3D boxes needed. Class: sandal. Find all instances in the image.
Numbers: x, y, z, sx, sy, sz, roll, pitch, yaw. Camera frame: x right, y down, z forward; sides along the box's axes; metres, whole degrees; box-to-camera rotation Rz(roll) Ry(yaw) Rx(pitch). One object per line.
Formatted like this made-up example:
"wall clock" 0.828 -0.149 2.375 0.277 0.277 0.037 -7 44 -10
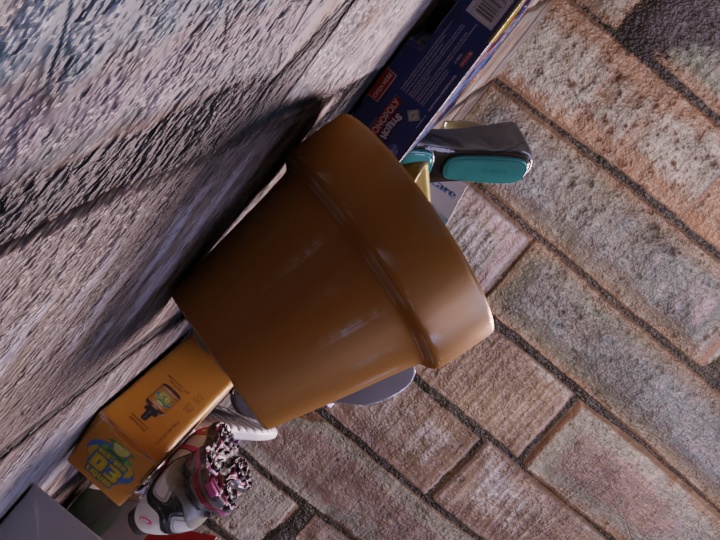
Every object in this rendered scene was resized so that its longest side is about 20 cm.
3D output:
"sandal" -0.161 0.169 1.323 0.203 0.082 0.050 15 98 -61

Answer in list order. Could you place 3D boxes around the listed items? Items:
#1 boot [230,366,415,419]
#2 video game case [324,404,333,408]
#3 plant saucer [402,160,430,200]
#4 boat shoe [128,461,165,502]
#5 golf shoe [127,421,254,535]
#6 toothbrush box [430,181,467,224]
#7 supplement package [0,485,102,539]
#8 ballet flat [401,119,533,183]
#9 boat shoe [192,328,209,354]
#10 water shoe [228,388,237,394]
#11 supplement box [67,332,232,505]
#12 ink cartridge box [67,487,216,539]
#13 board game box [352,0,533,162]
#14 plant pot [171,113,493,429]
"boot" -0.046 0.107 1.401 0.096 0.200 0.074 -126 -150 -72
"video game case" -0.068 0.077 1.544 0.200 0.017 0.143 16 -115 45
"plant saucer" 0.000 0.000 1.237 0.200 0.048 0.200 -61 169 -11
"boat shoe" -0.225 0.190 1.277 0.072 0.068 0.200 -50 178 -10
"golf shoe" -0.152 0.186 1.147 0.092 0.073 0.200 -25 178 4
"toothbrush box" 0.019 -0.016 1.435 0.200 0.085 0.146 -62 -173 -30
"supplement package" -0.239 0.303 1.053 0.156 0.200 0.111 -50 177 -18
"ballet flat" 0.069 -0.117 1.247 0.067 0.200 0.064 114 -30 -52
"boat shoe" -0.072 -0.009 1.138 0.200 0.075 0.068 -44 -176 -1
"water shoe" -0.124 0.096 1.284 0.071 0.079 0.200 7 145 -34
"supplement box" -0.182 0.129 1.162 0.069 0.067 0.200 -48 179 23
"ink cartridge box" -0.268 0.305 1.326 0.200 0.050 0.161 -4 -144 45
"board game box" 0.086 -0.205 1.186 0.200 0.062 0.200 -52 179 22
"plant pot" -0.032 0.016 0.964 0.183 0.200 0.200 -35 177 -6
